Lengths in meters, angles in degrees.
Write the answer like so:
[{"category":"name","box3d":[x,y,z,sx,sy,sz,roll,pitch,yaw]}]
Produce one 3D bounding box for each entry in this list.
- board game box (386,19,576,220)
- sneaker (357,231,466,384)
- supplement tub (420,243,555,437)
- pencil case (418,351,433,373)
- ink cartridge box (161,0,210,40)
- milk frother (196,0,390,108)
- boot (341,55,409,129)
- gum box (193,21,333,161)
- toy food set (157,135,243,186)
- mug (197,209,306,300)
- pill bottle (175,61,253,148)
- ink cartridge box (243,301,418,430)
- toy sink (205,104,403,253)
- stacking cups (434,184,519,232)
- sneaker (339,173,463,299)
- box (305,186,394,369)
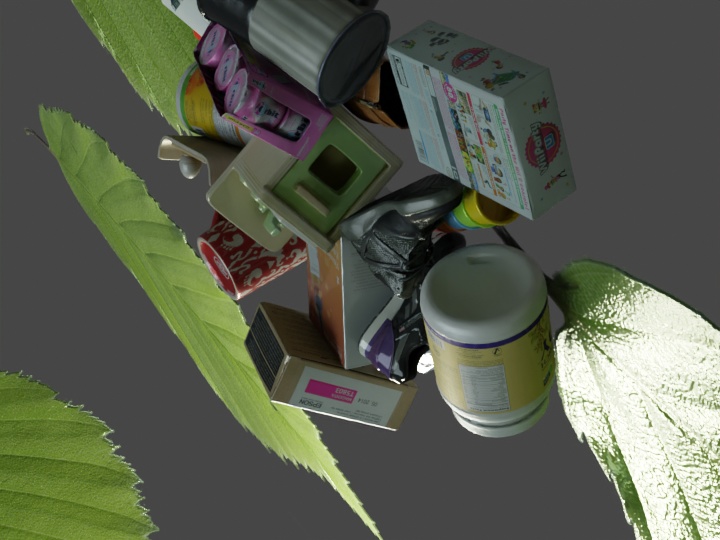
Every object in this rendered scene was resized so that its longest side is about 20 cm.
[{"category":"board game box","box3d":[0.121,-0.156,1.285,0.200,0.064,0.148,36,153,49]},{"category":"sneaker","box3d":[0.086,0.049,1.551,0.087,0.201,0.076,41,-163,30]},{"category":"supplement tub","box3d":[0.152,0.084,1.464,0.145,0.145,0.201,39,155,41]},{"category":"pencil case","box3d":[0.110,0.088,1.668,0.091,0.083,0.200,70,161,-1]},{"category":"ink cartridge box","box3d":[-0.227,-0.363,1.842,0.200,0.043,0.174,42,155,37]},{"category":"milk frother","box3d":[-0.087,-0.288,1.310,0.188,0.200,0.181,37,125,21]},{"category":"boot","box3d":[-0.018,-0.247,1.440,0.155,0.076,0.201,37,159,58]},{"category":"gum box","box3d":[-0.114,-0.213,1.438,0.113,0.066,0.200,24,-158,-30]},{"category":"toy food set","box3d":[-0.185,-0.146,1.769,0.200,0.143,0.061,31,118,55]},{"category":"mug","box3d":[-0.143,-0.064,1.868,0.177,0.199,0.134,39,155,41]},{"category":"pill bottle","box3d":[-0.152,-0.225,1.741,0.199,0.111,0.112,19,141,37]},{"category":"ink cartridge box","box3d":[-0.043,0.129,1.708,0.199,0.076,0.165,17,-162,-25]},{"category":"toy sink","box3d":[-0.069,-0.107,1.515,0.130,0.200,0.112,39,-174,-34]},{"category":"stacking cups","box3d":[0.116,-0.074,1.434,0.061,0.060,0.200,59,162,-8]},{"category":"sneaker","box3d":[0.065,-0.039,1.422,0.199,0.076,0.115,-24,100,51]},{"category":"box","box3d":[0.000,0.000,1.643,0.152,0.106,0.201,-132,35,-57]}]
